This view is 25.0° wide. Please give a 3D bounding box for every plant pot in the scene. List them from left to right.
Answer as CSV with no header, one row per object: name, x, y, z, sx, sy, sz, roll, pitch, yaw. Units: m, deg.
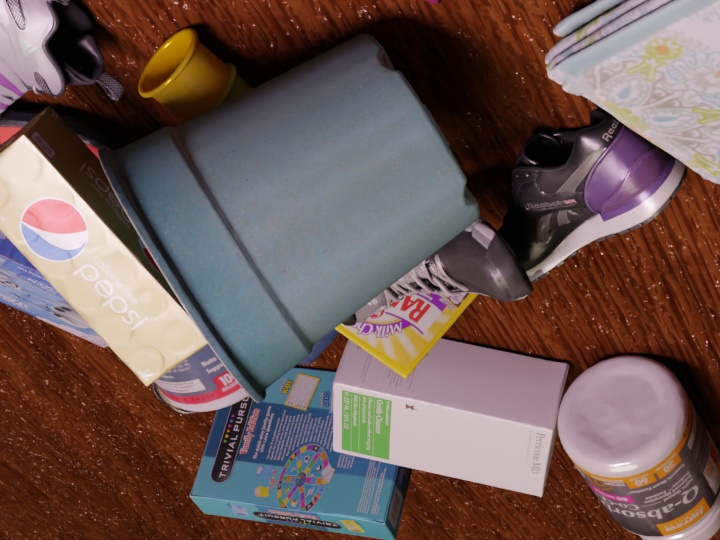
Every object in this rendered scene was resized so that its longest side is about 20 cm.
plant pot,-0.039,-0.046,1.087,0.196,0.200,0.200,-32,143,-2

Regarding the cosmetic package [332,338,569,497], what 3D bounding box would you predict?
cosmetic package,0.081,0.125,1.477,0.200,0.085,0.108,11,137,11

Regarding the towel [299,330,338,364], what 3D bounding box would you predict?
towel,-0.059,0.018,1.411,0.112,0.049,0.200,19,151,-9

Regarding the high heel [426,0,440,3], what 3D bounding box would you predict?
high heel,0.055,-0.213,0.914,0.096,0.067,0.200,36,162,-16

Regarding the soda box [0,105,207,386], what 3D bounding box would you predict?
soda box,-0.189,-0.016,1.171,0.068,0.064,0.200,-35,105,20

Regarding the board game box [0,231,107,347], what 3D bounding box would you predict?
board game box,-0.288,0.006,1.468,0.200,0.043,0.199,26,164,-19

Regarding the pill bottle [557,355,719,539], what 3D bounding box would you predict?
pill bottle,0.259,0.170,1.452,0.116,0.116,0.200,-1,147,29

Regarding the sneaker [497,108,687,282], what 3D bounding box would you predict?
sneaker,0.138,-0.060,1.168,0.088,0.076,0.200,41,142,-14

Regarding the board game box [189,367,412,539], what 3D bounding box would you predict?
board game box,-0.048,0.172,1.575,0.200,0.151,0.047,5,151,20

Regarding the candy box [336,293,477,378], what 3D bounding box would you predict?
candy box,0.000,0.000,1.304,0.200,0.102,0.026,36,-171,-34

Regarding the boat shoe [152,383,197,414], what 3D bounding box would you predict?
boat shoe,-0.179,0.106,1.612,0.073,0.065,0.200,13,153,1

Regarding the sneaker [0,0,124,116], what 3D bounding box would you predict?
sneaker,-0.239,-0.143,1.179,0.140,0.078,0.200,16,152,1

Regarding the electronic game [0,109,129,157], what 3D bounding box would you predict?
electronic game,-0.246,-0.070,1.353,0.200,0.042,0.200,12,152,7

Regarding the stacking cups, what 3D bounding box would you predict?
stacking cups,-0.072,-0.092,1.188,0.060,0.061,0.200,-15,135,44

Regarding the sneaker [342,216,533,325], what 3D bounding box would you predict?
sneaker,0.039,0.009,1.188,0.075,0.115,0.200,57,169,-23

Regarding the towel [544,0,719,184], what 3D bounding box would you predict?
towel,0.235,-0.131,0.997,0.171,0.048,0.200,27,150,-27

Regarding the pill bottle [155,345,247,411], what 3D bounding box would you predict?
pill bottle,-0.151,0.007,1.291,0.120,0.120,0.200,-3,135,31
